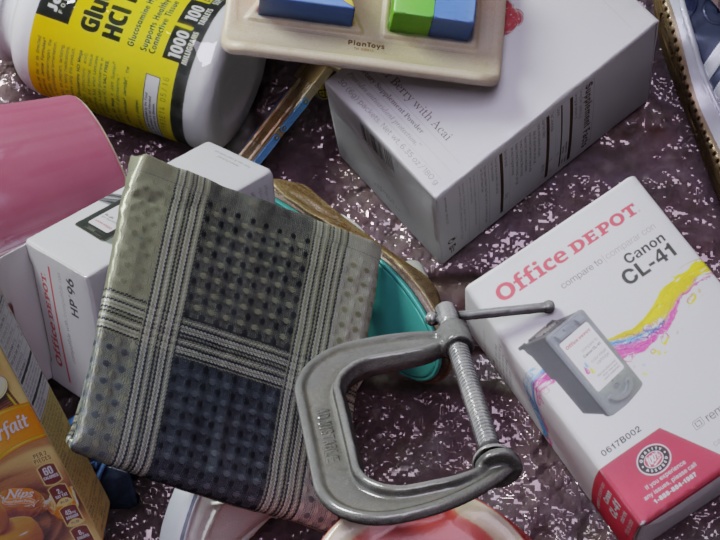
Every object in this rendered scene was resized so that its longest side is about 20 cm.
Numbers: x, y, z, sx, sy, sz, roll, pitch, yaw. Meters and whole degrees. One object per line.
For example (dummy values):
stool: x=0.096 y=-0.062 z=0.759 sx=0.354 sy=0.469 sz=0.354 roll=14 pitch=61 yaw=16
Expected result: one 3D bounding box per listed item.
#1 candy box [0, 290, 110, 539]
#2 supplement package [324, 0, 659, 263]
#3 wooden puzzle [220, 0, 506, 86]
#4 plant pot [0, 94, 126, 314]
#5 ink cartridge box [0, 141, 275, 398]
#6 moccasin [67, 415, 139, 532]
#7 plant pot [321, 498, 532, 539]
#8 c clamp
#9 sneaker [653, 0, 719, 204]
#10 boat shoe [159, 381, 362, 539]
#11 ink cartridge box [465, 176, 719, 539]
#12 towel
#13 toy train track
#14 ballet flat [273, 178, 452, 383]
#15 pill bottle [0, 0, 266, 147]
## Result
candy box: x=-0.249 y=0.097 z=1.151 sx=0.115 sy=0.200 sz=0.055 roll=-20 pitch=25 yaw=7
supplement package: x=0.092 y=-0.126 z=1.297 sx=0.200 sy=0.120 sz=0.121 roll=-39 pitch=70 yaw=-11
wooden puzzle: x=0.010 y=-0.222 z=1.239 sx=0.185 sy=0.046 sz=0.200 roll=7 pitch=65 yaw=-3
plant pot: x=-0.255 y=-0.029 z=1.261 sx=0.179 sy=0.200 sz=0.200 roll=-23 pitch=68 yaw=-21
ink cartridge box: x=-0.146 y=0.013 z=1.220 sx=0.068 sy=0.116 sz=0.200 roll=27 pitch=46 yaw=37
moccasin: x=-0.168 y=0.128 z=1.243 sx=0.200 sy=0.080 sz=0.068 roll=-34 pitch=75 yaw=-8
plant pot: x=0.041 y=0.221 z=1.139 sx=0.200 sy=0.177 sz=0.201 roll=-1 pitch=68 yaw=4
c clamp: x=0.045 y=0.079 z=1.125 sx=0.171 sy=0.027 sz=0.200 roll=-6 pitch=35 yaw=0
sneaker: x=0.281 y=-0.137 z=1.312 sx=0.108 sy=0.070 sz=0.200 roll=-18 pitch=76 yaw=3
boat shoe: x=-0.052 y=0.130 z=1.234 sx=0.086 sy=0.075 sz=0.202 roll=20 pitch=64 yaw=29
ink cartridge box: x=0.182 y=0.062 z=1.238 sx=0.148 sy=0.086 sz=0.200 roll=-33 pitch=72 yaw=-8
towel: x=-0.081 y=0.045 z=1.170 sx=0.192 sy=0.035 sz=0.200 roll=21 pitch=69 yaw=-27
toy train track: x=-0.038 y=-0.117 z=1.344 sx=0.200 sy=0.033 sz=0.115 roll=-51 pitch=34 yaw=-5
ballet flat: x=0.000 y=0.000 z=1.286 sx=0.200 sy=0.072 sz=0.068 roll=36 pitch=119 yaw=20
pill bottle: x=-0.176 y=-0.167 z=1.336 sx=0.200 sy=0.112 sz=0.113 roll=19 pitch=72 yaw=12
